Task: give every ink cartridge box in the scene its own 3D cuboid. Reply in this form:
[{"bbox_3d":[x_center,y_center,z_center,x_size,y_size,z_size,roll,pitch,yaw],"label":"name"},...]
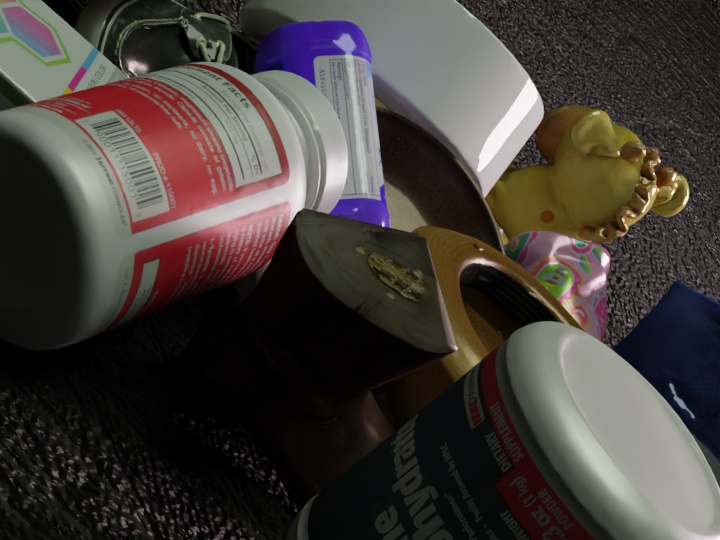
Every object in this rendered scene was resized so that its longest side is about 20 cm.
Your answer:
[{"bbox_3d":[-0.220,-0.128,1.041,0.200,0.059,0.104,42,22,-13],"label":"ink cartridge box"}]

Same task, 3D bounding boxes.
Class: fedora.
[{"bbox_3d":[0.073,0.066,1.103,0.200,0.082,0.201,38,23,-19],"label":"fedora"}]

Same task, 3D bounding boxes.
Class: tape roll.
[{"bbox_3d":[0.020,-0.131,1.286,0.202,0.071,0.202,36,-9,7],"label":"tape roll"}]

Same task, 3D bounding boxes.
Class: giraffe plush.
[{"bbox_3d":[0.144,-0.057,1.475,0.200,0.162,0.172,54,21,19],"label":"giraffe plush"}]

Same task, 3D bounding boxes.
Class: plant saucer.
[{"bbox_3d":[0.000,0.000,1.171,0.200,0.037,0.201,12,68,-33],"label":"plant saucer"}]

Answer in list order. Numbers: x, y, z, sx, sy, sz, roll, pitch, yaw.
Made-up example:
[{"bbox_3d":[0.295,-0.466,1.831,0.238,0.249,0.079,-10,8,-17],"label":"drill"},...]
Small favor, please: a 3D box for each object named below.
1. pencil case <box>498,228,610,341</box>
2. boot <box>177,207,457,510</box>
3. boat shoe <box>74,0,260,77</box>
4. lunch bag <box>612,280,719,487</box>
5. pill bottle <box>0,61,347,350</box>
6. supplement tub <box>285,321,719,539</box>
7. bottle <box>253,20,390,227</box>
[{"bbox_3d":[0.113,0.070,1.221,0.087,0.087,0.200,31,48,-37],"label":"pencil case"},{"bbox_3d":[0.012,0.059,0.968,0.186,0.200,0.064,35,57,-9],"label":"boot"},{"bbox_3d":[-0.107,-0.133,1.229,0.064,0.071,0.200,18,9,23],"label":"boat shoe"},{"bbox_3d":[0.233,0.124,1.286,0.200,0.132,0.136,47,-1,-19],"label":"lunch bag"},{"bbox_3d":[-0.100,-0.040,0.969,0.200,0.112,0.112,-22,69,-49],"label":"pill bottle"},{"bbox_3d":[0.054,0.132,0.904,0.140,0.200,0.140,40,23,-21],"label":"supplement tub"},{"bbox_3d":[-0.018,-0.034,1.093,0.084,0.065,0.201,124,-39,-73],"label":"bottle"}]
